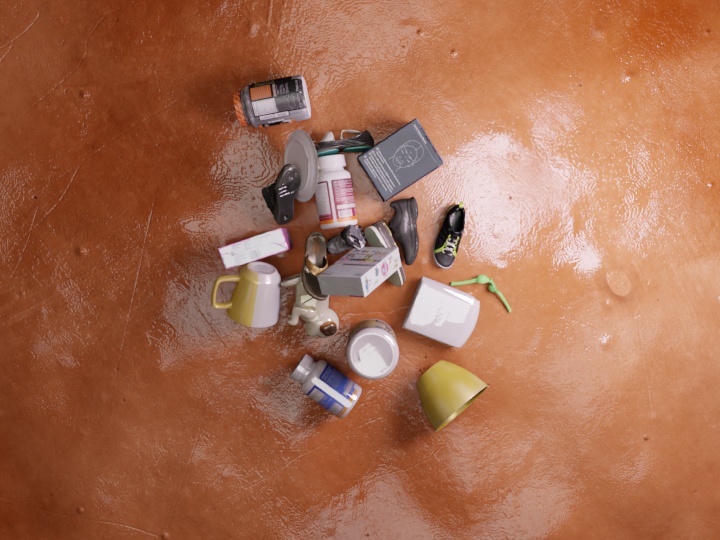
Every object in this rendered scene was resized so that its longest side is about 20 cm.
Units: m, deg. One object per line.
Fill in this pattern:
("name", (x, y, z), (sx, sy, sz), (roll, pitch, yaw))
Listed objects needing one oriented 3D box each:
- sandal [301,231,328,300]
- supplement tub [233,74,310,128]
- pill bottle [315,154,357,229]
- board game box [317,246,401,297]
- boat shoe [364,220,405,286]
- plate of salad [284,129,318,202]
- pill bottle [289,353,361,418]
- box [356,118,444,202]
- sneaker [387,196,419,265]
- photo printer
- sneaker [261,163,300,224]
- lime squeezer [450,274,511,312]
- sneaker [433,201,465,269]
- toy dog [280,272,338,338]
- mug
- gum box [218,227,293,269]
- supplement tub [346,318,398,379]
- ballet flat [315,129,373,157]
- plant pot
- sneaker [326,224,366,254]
("sandal", (-0.119, -0.017, 1.542), (0.080, 0.054, 0.200), (6, 75, -25))
("supplement tub", (-0.246, -0.471, 1.562), (0.200, 0.123, 0.123), (-9, 95, 2))
("pill bottle", (-0.076, -0.223, 1.591), (0.109, 0.110, 0.200), (-8, 95, 1))
("board game box", (0.000, 0.000, 1.532), (0.147, 0.200, 0.064), (3, 118, 35))
("boat shoe", (0.086, -0.049, 1.626), (0.061, 0.072, 0.201), (-36, 106, -34))
("plate of salad", (-0.160, -0.293, 1.562), (0.048, 0.200, 0.200), (-9, 97, -33))
("pill bottle", (-0.105, 0.336, 1.645), (0.200, 0.112, 0.112), (37, 95, -2))
("box", (0.112, -0.309, 1.582), (0.200, 0.107, 0.149), (-32, 94, 4))
("sneaker", (0.126, -0.113, 1.626), (0.091, 0.076, 0.200), (-3, 86, 7))
("photo printer", (0.243, 0.128, 1.642), (0.200, 0.069, 0.167), (22, 95, -1))
("sneaker", (-0.230, -0.234, 1.570), (0.076, 0.200, 0.114), (-24, 59, -29))
("lime squeezer", (0.373, 0.055, 1.650), (0.200, 0.038, 0.071), (25, 95, -3))
("sneaker", (0.259, -0.102, 1.612), (0.072, 0.083, 0.200), (12, 96, 0))
("toy dog", (-0.131, 0.101, 1.625), (0.194, 0.140, 0.200), (-19, 97, -16))
("mug", (-0.303, 0.064, 1.567), (0.149, 0.186, 0.153), (27, 115, 26))
("gum box", (-0.304, -0.063, 1.606), (0.200, 0.114, 0.066), (-17, 95, 2))
("supplement tub", (0.033, 0.217, 1.587), (0.144, 0.200, 0.145), (0, 96, 0))
("ballet flat", (-0.062, -0.366, 1.604), (0.200, 0.068, 0.069), (-11, 85, -9))
("plant pot", (0.248, 0.347, 1.620), (0.200, 0.200, 0.142), (-42, 69, 4))
("sneaker", (-0.051, -0.075, 1.565), (0.115, 0.200, 0.075), (-24, 89, 11))
